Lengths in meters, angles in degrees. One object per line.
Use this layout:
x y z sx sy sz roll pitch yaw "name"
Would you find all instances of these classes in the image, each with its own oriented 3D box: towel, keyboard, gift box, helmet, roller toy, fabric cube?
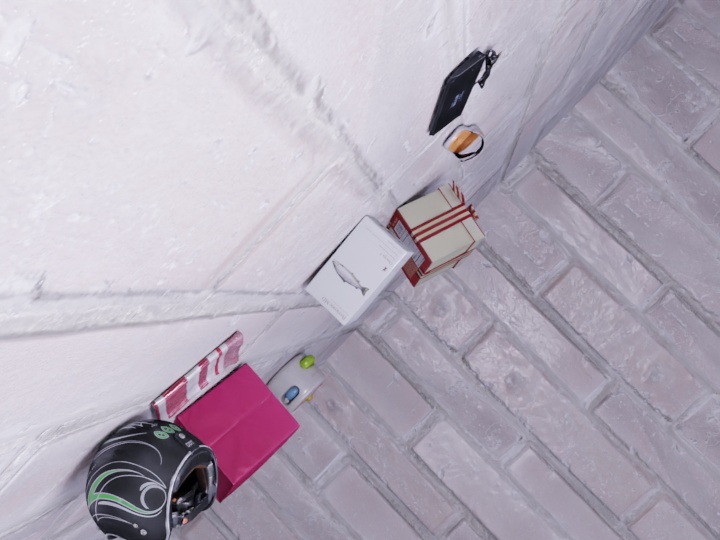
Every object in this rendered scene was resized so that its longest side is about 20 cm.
-0.301 0.202 1.191 0.200 0.023 0.144 -41 171 -27 "towel"
0.171 -0.301 1.057 0.127 0.021 0.200 -38 172 -11 "keyboard"
0.178 -0.102 1.566 0.186 0.201 0.185 -25 169 -22 "gift box"
-0.352 0.347 1.053 0.200 0.189 0.201 7 90 -71 "helmet"
-0.216 0.389 2.172 0.182 0.140 0.200 -41 172 -24 "roller toy"
-0.294 0.373 1.466 0.199 0.200 0.196 -37 170 -34 "fabric cube"

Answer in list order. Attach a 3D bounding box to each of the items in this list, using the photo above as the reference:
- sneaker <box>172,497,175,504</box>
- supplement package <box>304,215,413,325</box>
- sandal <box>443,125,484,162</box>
-0.621 0.731 2.149 0.200 0.070 0.090 -42 157 -23 "sneaker"
0.000 0.000 1.335 0.200 0.117 0.117 -50 172 8 "supplement package"
0.232 -0.270 1.391 0.079 0.059 0.207 -48 172 23 "sandal"
